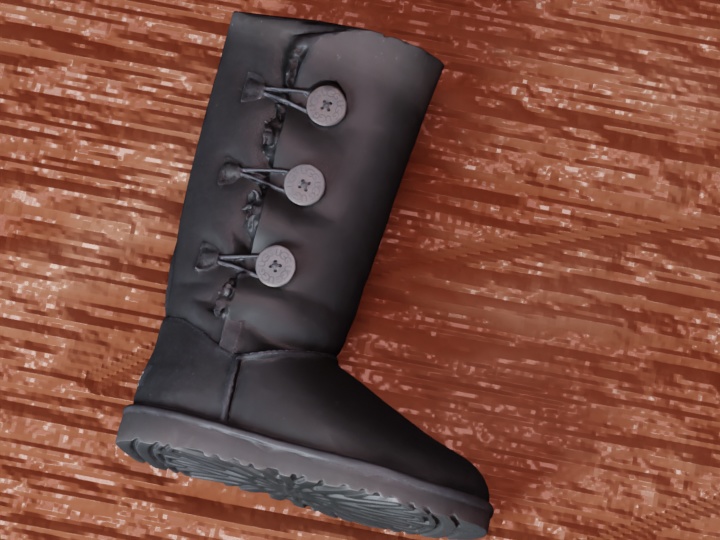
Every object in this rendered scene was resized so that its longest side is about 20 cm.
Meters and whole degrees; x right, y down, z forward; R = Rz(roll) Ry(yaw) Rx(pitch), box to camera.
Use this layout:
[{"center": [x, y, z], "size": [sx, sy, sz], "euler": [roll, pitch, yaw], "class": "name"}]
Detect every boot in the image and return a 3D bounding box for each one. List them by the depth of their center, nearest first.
[{"center": [-0.001, 0.000, 1.170], "size": [0.164, 0.066, 0.201], "euler": [16, 74, 1], "class": "boot"}]
